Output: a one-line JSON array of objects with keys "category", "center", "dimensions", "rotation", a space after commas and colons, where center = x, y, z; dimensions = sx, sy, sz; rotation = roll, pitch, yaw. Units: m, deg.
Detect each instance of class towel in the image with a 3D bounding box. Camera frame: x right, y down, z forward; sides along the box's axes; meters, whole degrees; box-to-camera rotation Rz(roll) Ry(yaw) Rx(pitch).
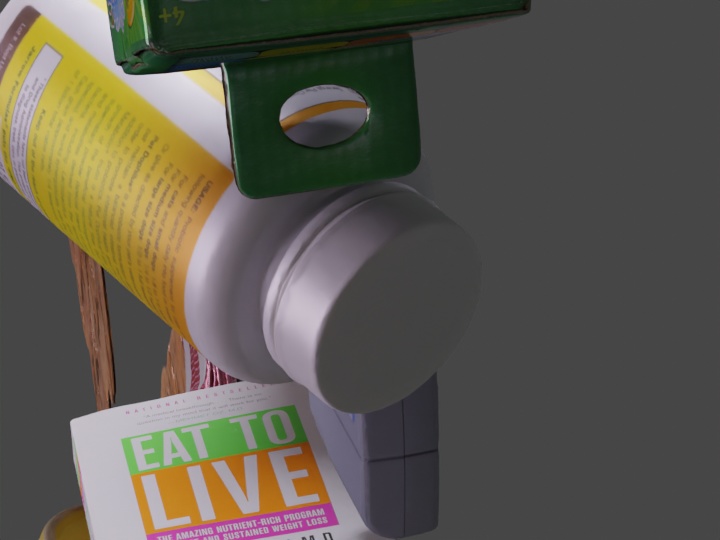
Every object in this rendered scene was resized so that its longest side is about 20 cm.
[{"category": "towel", "center": [-0.111, 0.024, 1.804], "dimensions": [0.200, 0.023, 0.145], "rotation": [153, 110, -80]}]

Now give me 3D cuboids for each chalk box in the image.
[{"category": "chalk box", "center": [-0.022, -0.126, 0.861], "dimensions": [0.124, 0.124, 0.201], "rotation": [-172, 74, -80]}]

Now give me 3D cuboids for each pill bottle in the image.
[{"category": "pill bottle", "center": [-0.048, -0.033, 0.985], "dimensions": [0.200, 0.109, 0.110], "rotation": [39, 143, 36]}]

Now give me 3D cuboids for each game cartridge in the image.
[{"category": "game cartridge", "center": [0.000, 0.000, 1.097], "dimensions": [0.133, 0.041, 0.201], "rotation": [-113, 18, -71]}]

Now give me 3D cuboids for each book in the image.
[{"category": "book", "center": [-0.059, 0.121, 1.240], "dimensions": [0.200, 0.133, 0.048], "rotation": [-116, 21, -61]}]

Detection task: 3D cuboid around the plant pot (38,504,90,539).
[{"category": "plant pot", "center": [-0.201, 0.293, 2.091], "dimensions": [0.201, 0.199, 0.190], "rotation": [-115, 34, -61]}]
